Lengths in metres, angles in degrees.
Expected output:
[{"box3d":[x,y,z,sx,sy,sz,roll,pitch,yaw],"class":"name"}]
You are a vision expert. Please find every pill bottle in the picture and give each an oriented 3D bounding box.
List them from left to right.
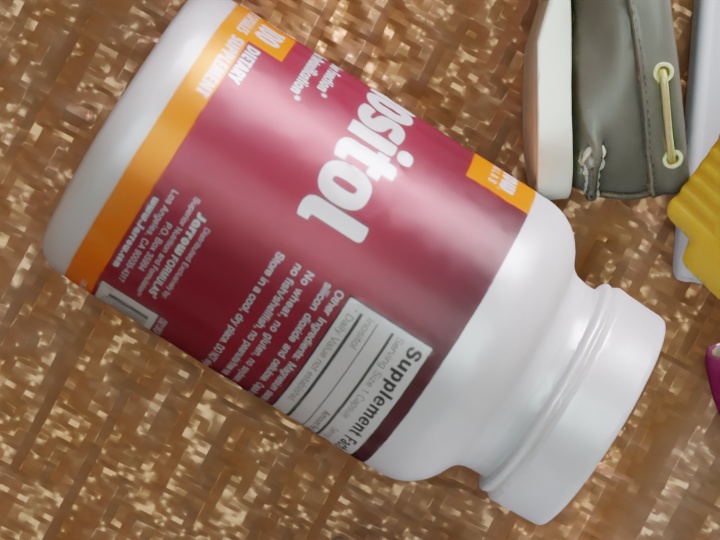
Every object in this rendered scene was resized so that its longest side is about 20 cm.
[{"box3d":[0.000,0.000,0.902,0.200,0.113,0.113,32,91,-4],"class":"pill bottle"}]

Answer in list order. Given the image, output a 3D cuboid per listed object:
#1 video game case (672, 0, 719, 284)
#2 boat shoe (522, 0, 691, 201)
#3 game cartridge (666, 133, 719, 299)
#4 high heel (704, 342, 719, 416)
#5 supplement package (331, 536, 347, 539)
[{"box3d":[0.212,-0.089,0.950,0.181,0.023,0.201,4,92,-2],"class":"video game case"},{"box3d":[0.091,-0.125,0.920,0.060,0.072,0.202,2,97,-2],"class":"boat shoe"},{"box3d":[0.214,-0.031,0.858,0.176,0.032,0.200,45,116,22],"class":"game cartridge"},{"box3d":[0.224,0.021,0.922,0.200,0.067,0.096,-31,104,22],"class":"high heel"},{"box3d":[0.039,0.195,0.868,0.151,0.200,0.151,18,92,-2],"class":"supplement package"}]
